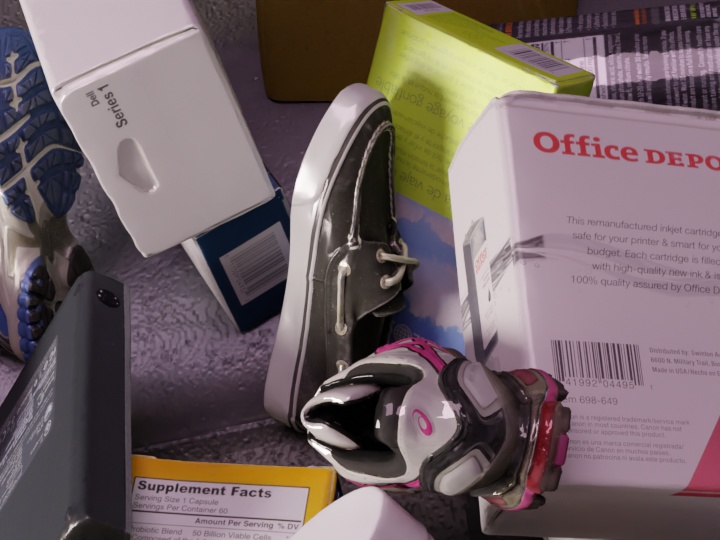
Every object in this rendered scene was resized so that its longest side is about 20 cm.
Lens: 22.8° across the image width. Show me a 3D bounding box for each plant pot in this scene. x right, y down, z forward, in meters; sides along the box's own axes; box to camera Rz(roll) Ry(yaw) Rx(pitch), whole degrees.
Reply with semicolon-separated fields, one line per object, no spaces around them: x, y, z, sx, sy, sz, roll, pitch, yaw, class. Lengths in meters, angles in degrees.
0.033;-0.241;1.125;0.199;0.177;0.201;1;54;14;plant pot

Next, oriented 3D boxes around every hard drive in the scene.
-0.161;0.110;0.912;0.033;0.140;0.200;24;28;-22;hard drive

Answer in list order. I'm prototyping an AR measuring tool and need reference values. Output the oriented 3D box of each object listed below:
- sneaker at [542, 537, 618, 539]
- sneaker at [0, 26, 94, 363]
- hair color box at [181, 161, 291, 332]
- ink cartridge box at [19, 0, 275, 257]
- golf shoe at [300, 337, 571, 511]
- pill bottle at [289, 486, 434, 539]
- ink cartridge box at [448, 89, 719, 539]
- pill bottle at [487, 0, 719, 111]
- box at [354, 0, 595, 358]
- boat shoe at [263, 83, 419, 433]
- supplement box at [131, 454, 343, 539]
0.114;0.124;0.918;0.085;0.073;0.201;-26;52;33;sneaker
-0.213;-0.041;1.043;0.085;0.201;0.077;5;14;33;sneaker
-0.104;-0.068;1.076;0.060;0.100;0.200;-31;54;-9;hair color box
-0.129;-0.131;0.972;0.084;0.145;0.200;-24;52;-1;ink cartridge box
0.012;0.061;0.799;0.092;0.200;0.073;14;81;-21;golf shoe
0.044;0.196;0.775;0.114;0.200;0.114;-42;13;12;pill bottle
0.126;0.023;0.855;0.145;0.085;0.201;5;63;-16;ink cartridge box
0.126;-0.096;1.040;0.199;0.106;0.107;-4;53;10;pill bottle
0.045;-0.035;0.988;0.122;0.201;0.048;30;27;30;box
0.000;0.000;0.963;0.063;0.201;0.071;20;24;25;boat shoe
-0.070;0.203;0.856;0.108;0.110;0.201;3;57;10;supplement box
